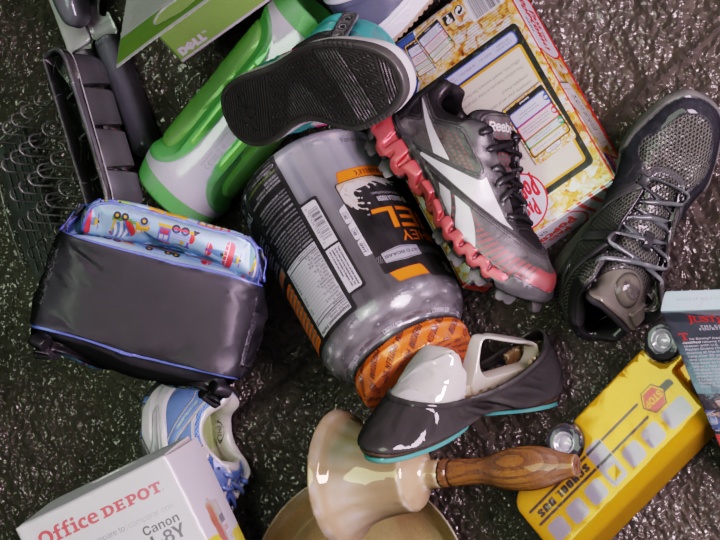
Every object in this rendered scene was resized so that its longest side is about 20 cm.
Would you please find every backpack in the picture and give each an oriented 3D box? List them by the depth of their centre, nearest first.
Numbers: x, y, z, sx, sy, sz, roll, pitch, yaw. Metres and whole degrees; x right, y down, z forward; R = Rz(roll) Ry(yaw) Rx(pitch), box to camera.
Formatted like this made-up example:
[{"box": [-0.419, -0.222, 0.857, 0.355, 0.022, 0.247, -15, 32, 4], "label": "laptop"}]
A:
[{"box": [-0.163, 0.023, 1.662, 0.181, 0.200, 0.136, 15, 88, -2], "label": "backpack"}]

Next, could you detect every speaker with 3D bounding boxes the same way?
[{"box": [-0.093, -0.132, 1.709, 0.200, 0.088, 0.089, -49, 66, 15], "label": "speaker"}]

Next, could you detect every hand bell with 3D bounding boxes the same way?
[{"box": [0.071, 0.150, 1.550, 0.198, 0.104, 0.105, -6, 82, 28], "label": "hand bell"}]

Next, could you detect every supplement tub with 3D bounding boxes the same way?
[{"box": [0.000, 0.000, 1.619, 0.122, 0.122, 0.201, -39, 65, 19], "label": "supplement tub"}]

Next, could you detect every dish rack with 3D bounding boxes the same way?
[{"box": [-0.262, -0.082, 1.780, 0.200, 0.054, 0.155, -33, 69, 46], "label": "dish rack"}]

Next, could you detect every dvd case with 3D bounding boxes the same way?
[{"box": [0.301, 0.082, 1.427, 0.145, 0.201, 0.022, -3, 50, 28], "label": "dvd case"}]

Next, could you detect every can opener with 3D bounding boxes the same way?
[{"box": [-0.230, -0.181, 1.803, 0.052, 0.066, 0.201, -28, 78, 24], "label": "can opener"}]

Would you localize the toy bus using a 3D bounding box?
[{"box": [0.202, 0.119, 1.537, 0.200, 0.065, 0.078, -48, 66, 16], "label": "toy bus"}]

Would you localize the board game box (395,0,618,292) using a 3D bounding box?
[{"box": [0.100, -0.109, 1.625, 0.151, 0.046, 0.201, -34, 70, 21], "label": "board game box"}]

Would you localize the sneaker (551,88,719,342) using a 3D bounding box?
[{"box": [0.207, -0.030, 1.508, 0.076, 0.114, 0.200, 26, 112, -17], "label": "sneaker"}]

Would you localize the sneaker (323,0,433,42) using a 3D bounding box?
[{"box": [0.037, -0.278, 1.626, 0.200, 0.108, 0.070, -50, 30, 6], "label": "sneaker"}]

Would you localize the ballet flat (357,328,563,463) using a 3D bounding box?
[{"box": [0.072, 0.084, 1.539, 0.068, 0.199, 0.069, 12, 110, 44], "label": "ballet flat"}]

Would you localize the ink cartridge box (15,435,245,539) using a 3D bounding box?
[{"box": [-0.158, 0.253, 1.634, 0.144, 0.083, 0.201, -26, 90, 13], "label": "ink cartridge box"}]

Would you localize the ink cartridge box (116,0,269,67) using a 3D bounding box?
[{"box": [-0.113, -0.228, 1.672, 0.147, 0.076, 0.201, -32, 30, 22], "label": "ink cartridge box"}]

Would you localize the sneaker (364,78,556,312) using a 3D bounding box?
[{"box": [0.090, -0.063, 1.559, 0.098, 0.071, 0.201, -45, 66, 19], "label": "sneaker"}]

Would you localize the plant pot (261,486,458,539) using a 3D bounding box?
[{"box": [0.003, 0.261, 1.650, 0.198, 0.027, 0.202, -4, 82, 27], "label": "plant pot"}]

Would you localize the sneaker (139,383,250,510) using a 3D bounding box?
[{"box": [-0.133, 0.187, 1.702, 0.076, 0.076, 0.202, -10, 82, 30], "label": "sneaker"}]

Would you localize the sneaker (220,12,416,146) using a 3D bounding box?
[{"box": [-0.003, -0.150, 1.581, 0.199, 0.120, 0.084, -6, 111, 48], "label": "sneaker"}]
